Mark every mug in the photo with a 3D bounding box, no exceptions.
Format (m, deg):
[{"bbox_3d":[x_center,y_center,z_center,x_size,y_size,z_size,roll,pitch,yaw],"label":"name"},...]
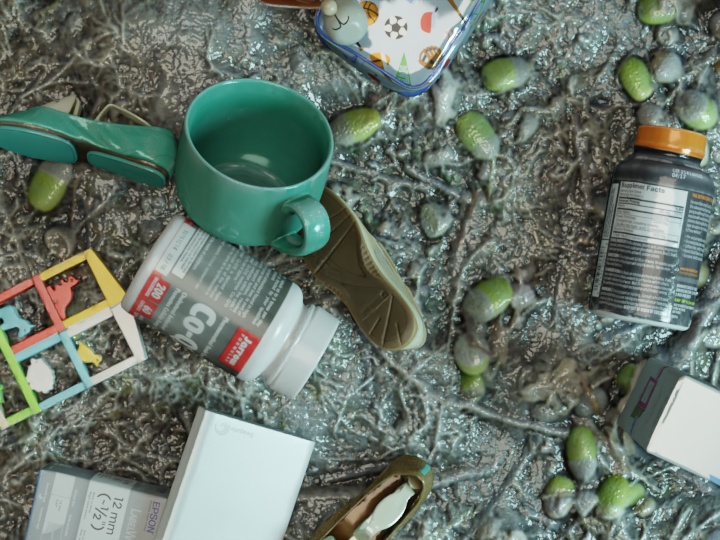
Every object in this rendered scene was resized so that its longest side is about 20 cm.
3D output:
[{"bbox_3d":[-0.110,-0.088,1.590,0.152,0.115,0.185,8,49,-10],"label":"mug"}]

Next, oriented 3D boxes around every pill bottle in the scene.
[{"bbox_3d":[-0.130,0.040,1.612,0.200,0.114,0.114,31,90,-4],"label":"pill bottle"},{"bbox_3d":[0.300,-0.045,1.621,0.106,0.106,0.201,11,89,0],"label":"pill bottle"}]

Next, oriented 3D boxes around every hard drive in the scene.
[{"bbox_3d":[-0.136,0.252,1.629,0.132,0.027,0.200,20,87,-28],"label":"hard drive"}]

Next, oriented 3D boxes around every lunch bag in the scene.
[{"bbox_3d":[0.050,-0.293,1.639,0.160,0.076,0.200,33,90,3],"label":"lunch bag"}]

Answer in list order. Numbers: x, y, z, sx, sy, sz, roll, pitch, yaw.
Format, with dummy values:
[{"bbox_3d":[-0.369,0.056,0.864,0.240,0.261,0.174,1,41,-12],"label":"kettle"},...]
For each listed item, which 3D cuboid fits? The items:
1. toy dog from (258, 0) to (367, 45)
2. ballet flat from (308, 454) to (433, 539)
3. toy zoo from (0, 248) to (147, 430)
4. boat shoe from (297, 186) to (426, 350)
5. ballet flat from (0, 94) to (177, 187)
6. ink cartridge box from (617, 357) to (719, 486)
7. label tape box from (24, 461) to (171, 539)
[{"bbox_3d":[-0.056,-0.316,1.581,0.200,0.096,0.132,37,95,42],"label":"toy dog"},{"bbox_3d":[0.000,0.271,1.635,0.200,0.072,0.068,-44,90,0],"label":"ballet flat"},{"bbox_3d":[-0.312,0.065,1.662,0.200,0.020,0.131,-27,90,-1],"label":"toy zoo"},{"bbox_3d":[0.000,0.000,1.643,0.072,0.065,0.200,-41,71,13],"label":"boat shoe"},{"bbox_3d":[-0.283,-0.142,1.650,0.199,0.067,0.071,14,65,0],"label":"ballet flat"},{"bbox_3d":[0.347,0.158,1.574,0.144,0.200,0.085,25,94,1],"label":"ink cartridge box"},{"bbox_3d":[-0.244,0.291,1.639,0.199,0.066,0.144,13,90,2],"label":"label tape box"}]
